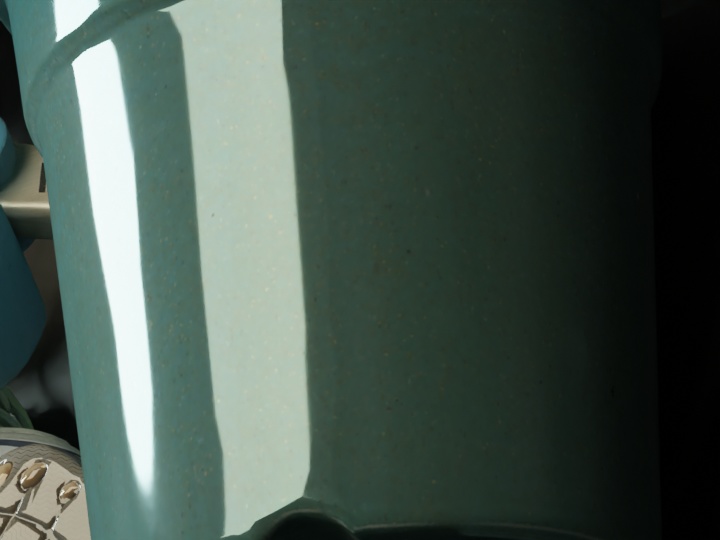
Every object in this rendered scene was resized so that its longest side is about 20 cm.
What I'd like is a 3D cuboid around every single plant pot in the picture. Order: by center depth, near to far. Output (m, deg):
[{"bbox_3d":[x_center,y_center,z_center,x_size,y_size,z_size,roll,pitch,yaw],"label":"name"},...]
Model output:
[{"bbox_3d":[0.000,0.000,0.758,0.200,0.200,0.197,-24,61,37],"label":"plant pot"}]

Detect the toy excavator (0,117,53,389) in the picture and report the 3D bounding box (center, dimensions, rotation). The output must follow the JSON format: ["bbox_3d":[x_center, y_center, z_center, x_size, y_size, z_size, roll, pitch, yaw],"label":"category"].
[{"bbox_3d":[-0.120,-0.017,0.905,0.199,0.100,0.195,7,51,18],"label":"toy excavator"}]

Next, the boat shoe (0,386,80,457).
[{"bbox_3d":[-0.149,0.059,0.972,0.201,0.074,0.087,-17,53,52],"label":"boat shoe"}]

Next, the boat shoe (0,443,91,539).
[{"bbox_3d":[-0.050,0.138,0.816,0.076,0.072,0.201,-34,63,8],"label":"boat shoe"}]
